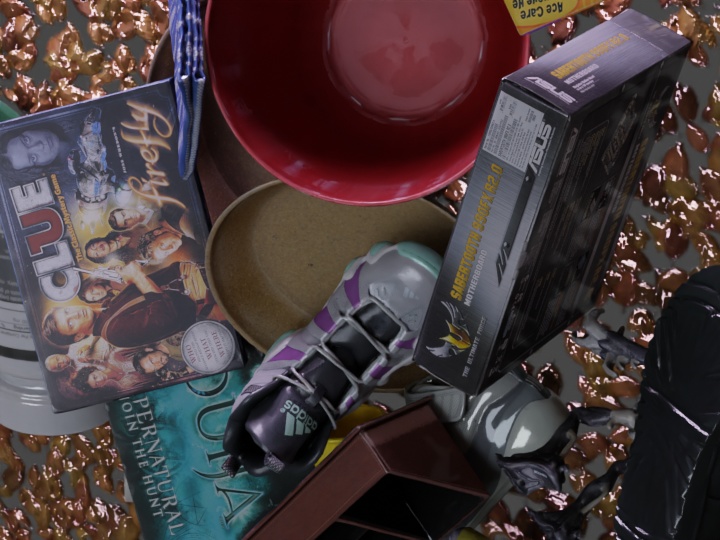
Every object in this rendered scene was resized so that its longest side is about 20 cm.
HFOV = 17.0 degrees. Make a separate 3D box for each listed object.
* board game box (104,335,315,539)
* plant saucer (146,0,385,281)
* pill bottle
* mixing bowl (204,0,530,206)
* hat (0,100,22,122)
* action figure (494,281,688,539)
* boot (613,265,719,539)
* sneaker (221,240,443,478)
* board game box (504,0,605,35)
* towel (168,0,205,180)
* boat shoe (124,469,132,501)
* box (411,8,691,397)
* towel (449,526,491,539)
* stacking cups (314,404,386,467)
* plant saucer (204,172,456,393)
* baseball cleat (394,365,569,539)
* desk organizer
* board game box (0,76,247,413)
[{"bbox_3d":[-0.102,0.113,1.682,0.135,0.028,0.200,-15,105,0],"label":"board game box"},{"bbox_3d":[-0.055,-0.092,1.608,0.200,0.037,0.201,14,116,31],"label":"plant saucer"},{"bbox_3d":[-0.221,0.007,1.720,0.114,0.114,0.200,15,118,31],"label":"pill bottle"},{"bbox_3d":[0.015,-0.141,1.470,0.200,0.108,0.200,1,95,14],"label":"mixing bowl"},{"bbox_3d":[-0.335,-0.082,1.825,0.200,0.176,0.166,-15,112,-3],"label":"hat"},{"bbox_3d":[0.174,0.076,1.461,0.119,0.200,0.102,55,174,-28],"label":"action figure"},{"bbox_3d":[0.237,0.089,1.395,0.073,0.162,0.198,34,116,48],"label":"boot"},{"bbox_3d":[-0.021,0.073,1.511,0.078,0.140,0.200,39,134,-4],"label":"sneaker"},{"bbox_3d":[0.167,-0.270,1.262,0.200,0.200,0.200,-20,97,40],"label":"board game box"},{"bbox_3d":[-0.118,-0.177,1.524,0.145,0.024,0.200,104,162,-68],"label":"towel"},{"bbox_3d":[-0.134,0.070,1.718,0.060,0.074,0.200,4,98,-8],"label":"boat shoe"},{"bbox_3d":[0.113,-0.042,1.428,0.048,0.158,0.200,30,125,20],"label":"box"},{"bbox_3d":[0.152,0.233,1.562,0.200,0.023,0.144,22,156,29],"label":"towel"},{"bbox_3d":[0.002,0.196,1.672,0.060,0.060,0.200,5,112,34],"label":"stacking cups"},{"bbox_3d":[0.000,0.000,1.565,0.200,0.035,0.200,9,136,9],"label":"plant saucer"},{"bbox_3d":[0.055,0.130,1.602,0.106,0.070,0.200,43,118,3],"label":"baseball cleat"},{"bbox_3d":[-0.009,0.173,1.579,0.077,0.072,0.200,56,133,14],"label":"desk organizer"},{"bbox_3d":[-0.166,-0.016,1.618,0.135,0.035,0.200,-15,97,2],"label":"board game box"}]
